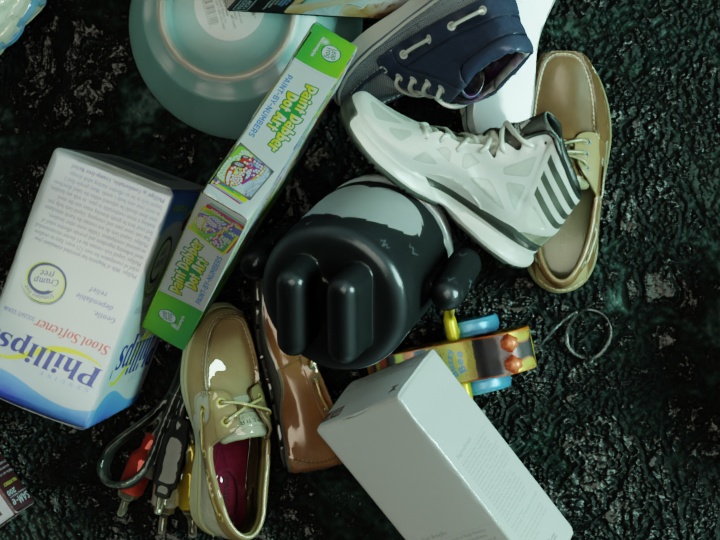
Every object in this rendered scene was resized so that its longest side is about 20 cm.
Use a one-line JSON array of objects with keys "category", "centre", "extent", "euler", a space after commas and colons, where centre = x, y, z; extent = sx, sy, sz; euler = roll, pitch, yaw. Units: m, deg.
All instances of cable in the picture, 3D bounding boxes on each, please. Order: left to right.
[{"category": "cable", "centre": [-0.160, 0.124, 1.515], "extent": [0.097, 0.050, 0.200], "euler": [15, 83, 2]}]

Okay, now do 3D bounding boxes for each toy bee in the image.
[{"category": "toy bee", "centre": [0.098, 0.062, 1.451], "extent": [0.200, 0.109, 0.131], "euler": [-33, 88, 5]}]

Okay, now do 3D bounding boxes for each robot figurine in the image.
[{"category": "robot figurine", "centre": [-0.001, -0.002, 1.386], "extent": [0.150, 0.200, 0.125], "euler": [43, 121, 0]}]

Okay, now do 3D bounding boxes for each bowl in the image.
[{"category": "bowl", "centre": [-0.102, -0.208, 1.458], "extent": [0.200, 0.105, 0.201], "euler": [0, 93, 5]}]

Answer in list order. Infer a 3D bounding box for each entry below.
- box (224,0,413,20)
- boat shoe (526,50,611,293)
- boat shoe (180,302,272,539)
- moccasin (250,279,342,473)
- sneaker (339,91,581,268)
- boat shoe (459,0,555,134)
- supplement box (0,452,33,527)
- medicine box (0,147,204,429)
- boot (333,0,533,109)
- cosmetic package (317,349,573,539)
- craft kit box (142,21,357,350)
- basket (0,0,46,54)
[{"category": "box", "centre": [-0.018, -0.263, 1.401], "extent": [0.200, 0.060, 0.117], "euler": [-1, 68, -34]}, {"category": "boat shoe", "centre": [0.171, -0.080, 1.455], "extent": [0.076, 0.074, 0.200], "euler": [-1, 92, 4]}, {"category": "boat shoe", "centre": [-0.103, 0.127, 1.470], "extent": [0.074, 0.066, 0.200], "euler": [-11, 104, -33]}, {"category": "moccasin", "centre": [-0.046, 0.067, 1.481], "extent": [0.078, 0.074, 0.202], "euler": [-12, 88, -4]}, {"category": "sneaker", "centre": [0.088, -0.101, 1.388], "extent": [0.200, 0.076, 0.115], "euler": [36, 113, -13]}, {"category": "boat shoe", "centre": [0.120, -0.201, 1.460], "extent": [0.072, 0.066, 0.200], "euler": [4, 96, -18]}, {"category": "supplement box", "centre": [-0.384, 0.151, 1.518], "extent": [0.109, 0.061, 0.200], "euler": [-36, 90, 5]}, {"category": "medicine box", "centre": [-0.212, 0.011, 1.436], "extent": [0.103, 0.182, 0.200], "euler": [21, 94, 4]}, {"category": "boot", "centre": [0.052, -0.160, 1.415], "extent": [0.200, 0.073, 0.090], "euler": [-39, 60, 42]}, {"category": "cosmetic package", "centre": [0.069, 0.169, 1.434], "extent": [0.102, 0.074, 0.200], "euler": [-24, 108, 41]}, {"category": "craft kit box", "centre": [-0.088, -0.064, 1.376], "extent": [0.048, 0.200, 0.198], "euler": [32, 54, 0]}, {"category": "basket", "centre": [-0.370, -0.230, 1.428], "extent": [0.176, 0.200, 0.139], "euler": [-47, 62, 5]}]
